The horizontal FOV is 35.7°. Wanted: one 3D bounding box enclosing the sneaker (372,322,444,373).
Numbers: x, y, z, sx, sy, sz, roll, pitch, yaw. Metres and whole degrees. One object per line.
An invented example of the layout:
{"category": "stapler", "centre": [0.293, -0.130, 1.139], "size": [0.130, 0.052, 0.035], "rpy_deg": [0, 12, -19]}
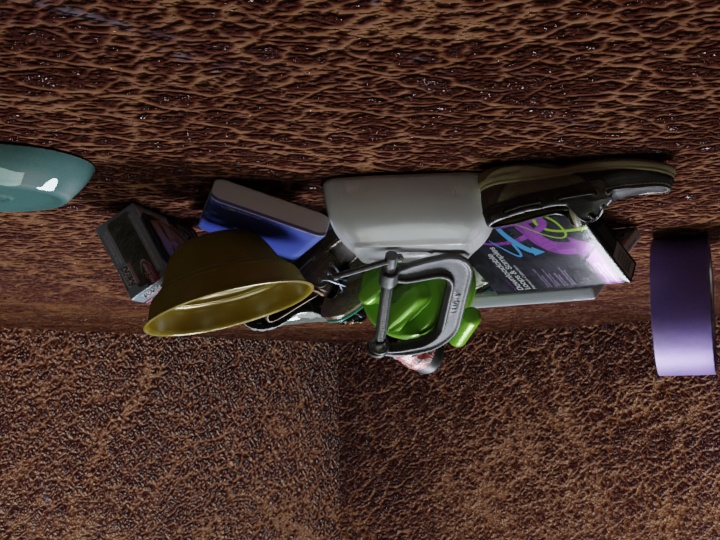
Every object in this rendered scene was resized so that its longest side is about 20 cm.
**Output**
{"category": "sneaker", "centre": [0.070, 0.033, 1.551], "size": [0.067, 0.204, 0.107], "rpy_deg": [-14, 152, 37]}

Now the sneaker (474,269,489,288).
{"category": "sneaker", "centre": [0.178, -0.017, 1.516], "size": [0.197, 0.089, 0.074], "rpy_deg": [-5, 171, 26]}

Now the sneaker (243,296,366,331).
{"category": "sneaker", "centre": [-0.077, 0.038, 1.526], "size": [0.197, 0.075, 0.079], "rpy_deg": [-5, 180, -18]}

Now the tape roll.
{"category": "tape roll", "centre": [0.478, 0.053, 1.653], "size": [0.084, 0.203, 0.200], "rpy_deg": [-4, 172, 19]}

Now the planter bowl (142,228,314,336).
{"category": "planter bowl", "centre": [-0.157, 0.006, 1.268], "size": [0.197, 0.085, 0.201], "rpy_deg": [-14, 168, -3]}

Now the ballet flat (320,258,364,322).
{"category": "ballet flat", "centre": [0.000, 0.000, 1.481], "size": [0.067, 0.068, 0.200], "rpy_deg": [-7, -161, 34]}

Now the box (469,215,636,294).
{"category": "box", "centre": [0.217, -0.029, 1.373], "size": [0.198, 0.036, 0.143], "rpy_deg": [-6, 141, 43]}

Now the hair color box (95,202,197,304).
{"category": "hair color box", "centre": [-0.244, -0.011, 1.397], "size": [0.060, 0.100, 0.200], "rpy_deg": [-32, 168, 8]}

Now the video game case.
{"category": "video game case", "centre": [0.263, -0.004, 1.540], "size": [0.198, 0.022, 0.182], "rpy_deg": [-6, -157, 37]}

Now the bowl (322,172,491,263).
{"category": "bowl", "centre": [0.059, -0.054, 1.257], "size": [0.196, 0.076, 0.200], "rpy_deg": [-2, 172, 4]}

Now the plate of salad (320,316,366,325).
{"category": "plate of salad", "centre": [-0.034, 0.060, 1.724], "size": [0.197, 0.049, 0.200], "rpy_deg": [-3, 176, 0]}

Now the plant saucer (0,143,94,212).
{"category": "plant saucer", "centre": [-0.362, -0.086, 1.097], "size": [0.197, 0.037, 0.200], "rpy_deg": [-1, 173, 0]}

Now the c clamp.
{"category": "c clamp", "centre": [0.048, 0.040, 1.284], "size": [0.169, 0.027, 0.201], "rpy_deg": [-17, 141, -13]}

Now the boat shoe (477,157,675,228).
{"category": "boat shoe", "centre": [0.219, -0.075, 1.134], "size": [0.197, 0.066, 0.073], "rpy_deg": [-3, 171, 12]}

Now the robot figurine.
{"category": "robot figurine", "centre": [0.075, 0.021, 1.414], "size": [0.116, 0.176, 0.199], "rpy_deg": [-46, 164, 22]}

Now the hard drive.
{"category": "hard drive", "centre": [-0.116, -0.054, 1.287], "size": [0.130, 0.026, 0.200], "rpy_deg": [19, 170, -9]}

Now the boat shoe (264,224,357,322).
{"category": "boat shoe", "centre": [-0.048, 0.000, 1.413], "size": [0.199, 0.073, 0.072], "rpy_deg": [-34, 145, 21]}
